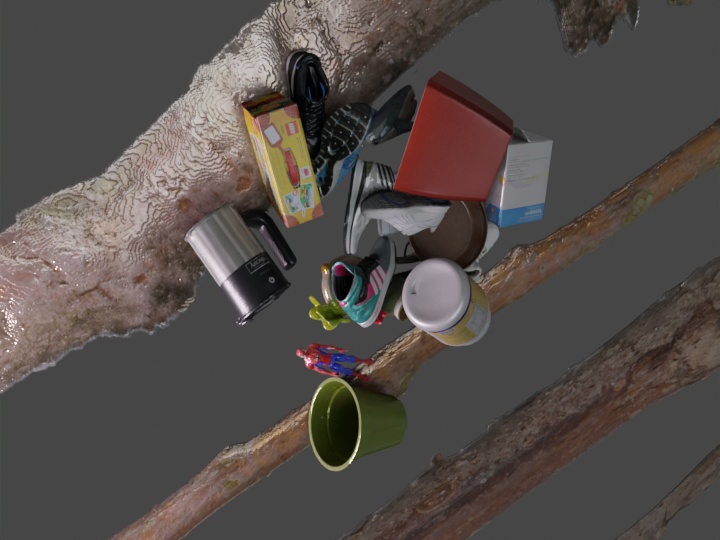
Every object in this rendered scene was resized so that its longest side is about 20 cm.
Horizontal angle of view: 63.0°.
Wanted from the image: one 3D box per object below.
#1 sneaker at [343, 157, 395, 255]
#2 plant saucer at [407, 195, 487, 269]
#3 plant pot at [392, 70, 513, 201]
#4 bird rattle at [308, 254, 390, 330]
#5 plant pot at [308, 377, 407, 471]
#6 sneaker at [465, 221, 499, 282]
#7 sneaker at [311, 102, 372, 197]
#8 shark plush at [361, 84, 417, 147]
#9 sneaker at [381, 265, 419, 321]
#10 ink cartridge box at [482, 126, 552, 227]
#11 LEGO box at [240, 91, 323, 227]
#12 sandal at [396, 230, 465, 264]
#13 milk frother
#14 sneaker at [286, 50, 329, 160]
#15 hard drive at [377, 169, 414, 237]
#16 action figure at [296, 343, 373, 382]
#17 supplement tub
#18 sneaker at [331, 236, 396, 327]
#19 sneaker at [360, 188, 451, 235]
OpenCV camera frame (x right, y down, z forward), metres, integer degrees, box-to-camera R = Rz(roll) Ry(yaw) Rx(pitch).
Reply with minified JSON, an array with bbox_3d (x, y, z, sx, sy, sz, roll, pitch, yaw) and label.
[{"bbox_3d":[0.026,-0.121,1.209,0.112,0.076,0.206,8,113,-5],"label":"sneaker"},{"bbox_3d":[0.183,-0.096,1.272,0.194,0.037,0.207,0,89,-18],"label":"plant saucer"},{"bbox_3d":[0.186,-0.240,1.117,0.172,0.201,0.204,21,116,5],"label":"plant pot"},{"bbox_3d":[-0.015,0.048,1.280,0.195,0.112,0.168,-13,101,-21],"label":"bird rattle"},{"bbox_3d":[0.007,0.360,1.390,0.187,0.199,0.204,11,109,-39],"label":"plant pot"},{"bbox_3d":[0.264,-0.025,1.358,0.198,0.116,0.074,-39,121,-5],"label":"sneaker"},{"bbox_3d":[-0.035,-0.237,1.121,0.078,0.090,0.201,42,126,6],"label":"sneaker"},{"bbox_3d":[0.025,-0.295,1.181,0.195,0.091,0.085,-21,101,10],"label":"shark plush"},{"bbox_3d":[0.101,0.023,1.287,0.200,0.088,0.068,-46,143,-37],"label":"sneaker"},{"bbox_3d":[0.327,-0.219,1.288,0.122,0.129,0.206,-9,117,-22],"label":"ink cartridge box"},{"bbox_3d":[-0.143,-0.205,1.073,0.075,0.149,0.205,-20,120,-13],"label":"LEGO box"},{"bbox_3d":[0.145,-0.061,1.322,0.197,0.080,0.059,-24,96,-15],"label":"sandal"},{"bbox_3d":[-0.242,0.000,1.140,0.199,0.180,0.190,-37,88,29],"label":"milk frother"},{"bbox_3d":[-0.093,-0.291,1.079,0.071,0.112,0.205,-16,118,-15],"label":"sneaker"},{"bbox_3d":[0.127,-0.161,1.287,0.195,0.027,0.135,-16,118,-17],"label":"hard drive"},{"bbox_3d":[-0.060,0.209,1.354,0.196,0.051,0.067,18,84,-27],"label":"action figure"},{"bbox_3d":[0.184,0.072,1.215,0.146,0.145,0.199,-50,146,5],"label":"supplement tub"},{"bbox_3d":[0.000,0.000,1.218,0.120,0.082,0.205,34,63,-36],"label":"sneaker"},{"bbox_3d":[0.088,-0.109,1.172,0.194,0.075,0.089,0,127,-23],"label":"sneaker"}]
